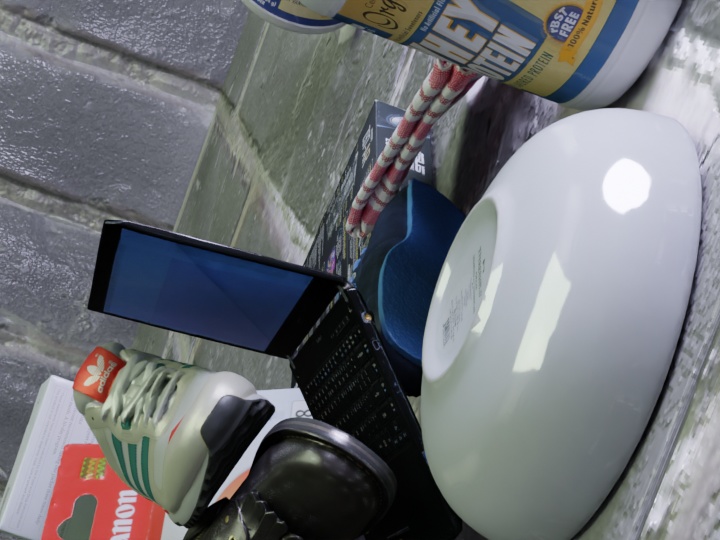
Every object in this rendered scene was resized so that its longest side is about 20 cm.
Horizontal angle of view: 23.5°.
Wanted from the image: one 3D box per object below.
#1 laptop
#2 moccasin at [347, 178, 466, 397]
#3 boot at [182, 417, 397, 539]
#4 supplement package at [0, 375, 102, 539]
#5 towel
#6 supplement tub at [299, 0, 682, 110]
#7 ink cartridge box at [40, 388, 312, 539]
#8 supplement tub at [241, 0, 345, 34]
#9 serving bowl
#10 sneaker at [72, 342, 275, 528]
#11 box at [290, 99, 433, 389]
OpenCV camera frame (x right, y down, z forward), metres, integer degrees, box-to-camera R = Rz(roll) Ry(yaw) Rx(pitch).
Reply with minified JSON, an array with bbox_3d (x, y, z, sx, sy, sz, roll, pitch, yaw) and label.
[{"bbox_3d":[-0.051,0.070,0.880,0.201,0.103,0.177,66,164,9],"label":"laptop"},{"bbox_3d":[0.028,0.021,0.952,0.068,0.080,0.200,-48,8,23],"label":"moccasin"},{"bbox_3d":[-0.067,0.173,0.800,0.200,0.069,0.175,-48,9,48],"label":"boot"},{"bbox_3d":[-0.142,0.158,1.207,0.114,0.199,0.110,152,137,-75],"label":"supplement package"},{"bbox_3d":[0.058,-0.110,1.022,0.147,0.030,0.200,-54,-2,-31],"label":"towel"},{"bbox_3d":[0.050,-0.174,0.825,0.145,0.199,0.146,-161,90,-79],"label":"supplement tub"},{"bbox_3d":[-0.101,0.140,1.060,0.163,0.198,0.050,-86,-6,-53],"label":"ink cartridge box"},{"bbox_3d":[-0.035,-0.339,1.643,0.200,0.143,0.145,121,164,-48],"label":"supplement tub"},{"bbox_3d":[0.072,0.019,0.754,0.200,0.065,0.202,-162,90,-80],"label":"serving bowl"},{"bbox_3d":[-0.106,0.077,0.880,0.071,0.093,0.200,-54,3,-16],"label":"sneaker"},{"bbox_3d":[0.000,0.000,1.183,0.200,0.043,0.161,-90,22,-58],"label":"box"}]
